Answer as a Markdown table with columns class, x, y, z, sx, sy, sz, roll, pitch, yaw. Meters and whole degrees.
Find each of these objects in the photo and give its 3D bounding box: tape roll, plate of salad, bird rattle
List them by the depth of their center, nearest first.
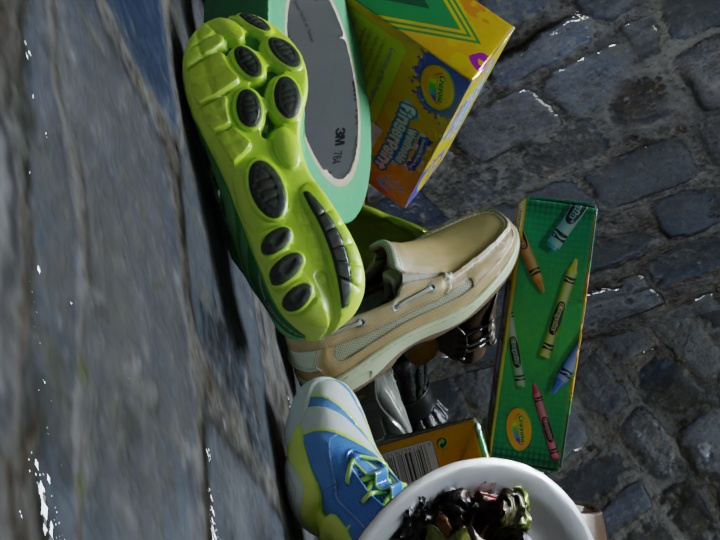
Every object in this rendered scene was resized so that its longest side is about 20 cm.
| class | x | y | z | sx | sy | sz | roll | pitch | yaw |
| --- | --- | --- | --- | --- | --- | --- | --- | --- | --- |
| plate of salad | 0.059 | 0.193 | 0.636 | 0.048 | 0.199 | 0.202 | 4 | -68 | 54 |
| tape roll | -0.045 | -0.129 | 0.906 | 0.200 | 0.048 | 0.202 | -8 | 90 | -73 |
| bird rattle | 0.000 | 0.000 | 1.072 | 0.163 | 0.112 | 0.200 | 53 | -2 | -23 |

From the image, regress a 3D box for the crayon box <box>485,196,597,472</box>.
| class | x | y | z | sx | sy | sz | roll | pitch | yaw |
| --- | --- | --- | --- | --- | --- | --- | --- | --- | --- |
| crayon box | 0.139 | 0.046 | 1.024 | 0.119 | 0.058 | 0.202 | -11 | 108 | -86 |

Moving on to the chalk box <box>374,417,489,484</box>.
| class | x | y | z | sx | sy | sz | roll | pitch | yaw |
| --- | --- | --- | --- | --- | --- | --- | --- | --- | --- |
| chalk box | 0.051 | 0.204 | 0.995 | 0.200 | 0.124 | 0.125 | 67 | 9 | -69 |

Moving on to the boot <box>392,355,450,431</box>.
| class | x | y | z | sx | sy | sz | roll | pitch | yaw |
| --- | --- | --- | --- | --- | --- | --- | --- | --- | --- |
| boot | 0.065 | 0.140 | 1.204 | 0.210 | 0.079 | 0.159 | 23 | -54 | 36 |

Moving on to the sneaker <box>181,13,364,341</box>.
| class | x | y | z | sx | sy | sz | roll | pitch | yaw |
| --- | --- | --- | --- | --- | --- | --- | --- | --- | --- |
| sneaker | -0.058 | -0.052 | 0.734 | 0.084 | 0.073 | 0.202 | 130 | -53 | -61 |

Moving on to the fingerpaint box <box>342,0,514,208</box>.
| class | x | y | z | sx | sy | sz | roll | pitch | yaw |
| --- | --- | --- | --- | --- | --- | --- | --- | --- | --- |
| fingerpaint box | 0.013 | -0.167 | 1.067 | 0.166 | 0.074 | 0.200 | 35 | -29 | 5 |

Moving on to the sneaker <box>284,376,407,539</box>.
| class | x | y | z | sx | sy | sz | roll | pitch | yaw |
| --- | --- | --- | --- | --- | --- | --- | --- | --- | --- |
| sneaker | 0.023 | 0.146 | 0.718 | 0.076 | 0.105 | 0.202 | 14 | 58 | -54 |

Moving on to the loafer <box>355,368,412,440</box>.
| class | x | y | z | sx | sy | sz | roll | pitch | yaw |
| --- | --- | --- | --- | --- | --- | --- | --- | --- | --- |
| loafer | 0.005 | 0.108 | 1.145 | 0.070 | 0.069 | 0.201 | -84 | 161 | -59 |

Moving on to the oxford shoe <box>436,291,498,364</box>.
| class | x | y | z | sx | sy | sz | roll | pitch | yaw |
| --- | --- | --- | --- | --- | --- | --- | --- | --- | --- |
| oxford shoe | 0.094 | 0.031 | 1.106 | 0.200 | 0.072 | 0.085 | 108 | -39 | -74 |

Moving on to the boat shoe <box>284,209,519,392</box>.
| class | x | y | z | sx | sy | sz | roll | pitch | yaw |
| --- | --- | --- | --- | --- | --- | --- | --- | --- | --- |
| boat shoe | 0.032 | 0.009 | 0.922 | 0.071 | 0.200 | 0.077 | 28 | -32 | 46 |

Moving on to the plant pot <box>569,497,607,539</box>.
| class | x | y | z | sx | sy | sz | roll | pitch | yaw |
| --- | --- | --- | --- | --- | --- | --- | --- | --- | --- |
| plant pot | 0.143 | 0.293 | 1.106 | 0.187 | 0.185 | 0.202 | 24 | 77 | -87 |
